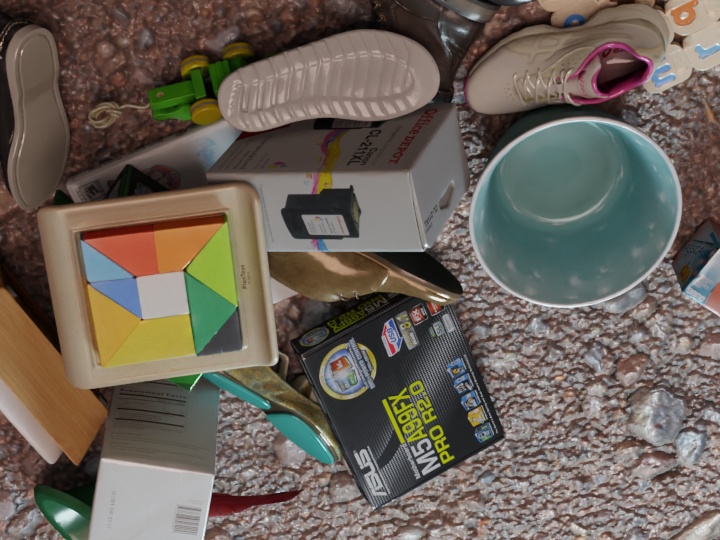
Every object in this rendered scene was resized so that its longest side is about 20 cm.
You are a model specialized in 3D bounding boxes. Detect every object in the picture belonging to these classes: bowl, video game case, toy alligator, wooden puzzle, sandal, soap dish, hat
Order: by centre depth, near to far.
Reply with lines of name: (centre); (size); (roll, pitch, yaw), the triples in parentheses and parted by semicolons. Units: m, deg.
wooden puzzle: (-0.180, 0.019, 1.606); (0.199, 0.037, 0.186); (-6, 117, 0)
sandal: (-0.029, -0.174, 1.627); (0.201, 0.050, 0.083); (-6, 98, 1)
toy alligator: (-0.153, -0.161, 1.674); (0.199, 0.060, 0.054); (-17, 157, 6)
bowl: (0.195, -0.076, 1.696); (0.200, 0.105, 0.202); (-2, 120, -3)
soap dish: (-0.330, 0.078, 1.734); (0.081, 0.157, 0.200); (-37, 114, -3)
video game case: (-0.163, -0.037, 1.750); (0.181, 0.024, 0.201); (-21, 115, 8)
hat: (-0.213, 0.228, 1.874); (0.200, 0.165, 0.176); (48, 64, -20)

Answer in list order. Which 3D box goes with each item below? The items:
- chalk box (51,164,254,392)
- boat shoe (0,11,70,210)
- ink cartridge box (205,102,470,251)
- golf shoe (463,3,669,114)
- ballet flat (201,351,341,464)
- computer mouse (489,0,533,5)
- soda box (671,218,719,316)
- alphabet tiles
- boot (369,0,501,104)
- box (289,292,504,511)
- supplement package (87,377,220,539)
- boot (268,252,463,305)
chalk box: (-0.210, -0.004, 1.683); (0.199, 0.125, 0.124); (31, 111, -16)
boat shoe: (-0.319, -0.148, 1.667); (0.060, 0.074, 0.201); (30, 139, 27)
ink cartridge box: (-0.017, -0.086, 1.628); (0.199, 0.146, 0.083); (0, 119, 22)
golf shoe: (0.185, -0.184, 1.646); (0.199, 0.092, 0.076); (-18, 119, 19)
ballet flat: (-0.080, 0.122, 1.812); (0.071, 0.071, 0.200); (-42, 121, 17)
computer mouse: (0.180, -0.319, 1.599); (0.138, 0.053, 0.200); (45, 103, 7)
soda box: (0.408, 0.033, 1.783); (0.199, 0.068, 0.064); (31, 112, -15)
alphabet tiles: (0.268, -0.264, 1.655); (0.195, 0.015, 0.200); (-26, 115, 17)
boot: (0.019, -0.211, 1.650); (0.199, 0.069, 0.175); (26, 121, -7)
box: (0.040, 0.120, 1.801); (0.160, 0.044, 0.201); (-28, 116, -10)
supplement package: (-0.200, 0.184, 1.759); (0.109, 0.200, 0.114); (9, 116, -7)
boot: (0.000, 0.000, 1.731); (0.199, 0.074, 0.076); (21, 109, -3)
